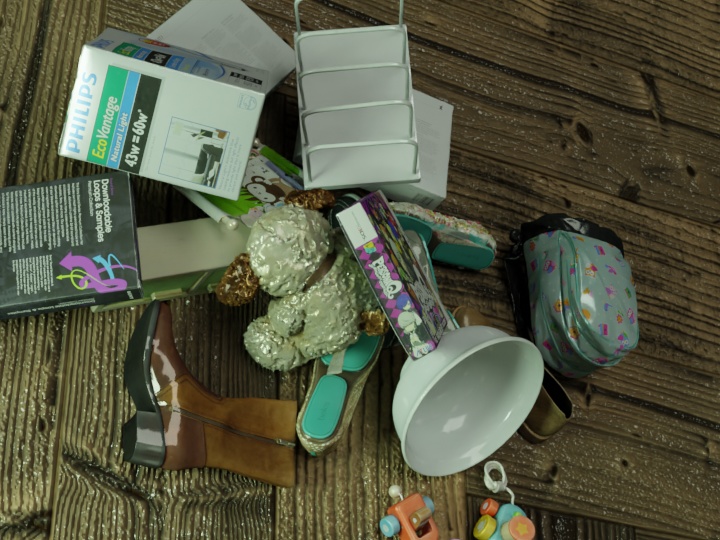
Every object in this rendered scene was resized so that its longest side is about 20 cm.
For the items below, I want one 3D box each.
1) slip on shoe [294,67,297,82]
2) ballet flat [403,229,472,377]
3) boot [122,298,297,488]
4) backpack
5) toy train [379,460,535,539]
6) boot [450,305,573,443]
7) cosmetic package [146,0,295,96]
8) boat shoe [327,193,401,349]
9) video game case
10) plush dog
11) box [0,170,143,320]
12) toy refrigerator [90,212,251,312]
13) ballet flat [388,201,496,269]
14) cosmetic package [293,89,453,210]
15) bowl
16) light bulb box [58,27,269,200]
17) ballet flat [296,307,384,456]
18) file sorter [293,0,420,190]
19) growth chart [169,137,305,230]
[{"bbox_3d":[0.004,-0.194,1.806,0.200,0.074,0.061,48,48,7],"label":"slip on shoe"},{"bbox_3d":[0.076,0.050,1.795,0.063,0.067,0.201,-21,87,-17],"label":"ballet flat"},{"bbox_3d":[-0.155,0.135,1.604,0.199,0.068,0.189,11,58,-27],"label":"boot"},{"bbox_3d":[0.281,0.035,1.891,0.166,0.127,0.201,15,60,-28],"label":"backpack"},{"bbox_3d":[0.126,0.292,1.686,0.199,0.056,0.151,-17,80,-37],"label":"toy train"},{"bbox_3d":[0.190,0.116,1.820,0.200,0.075,0.074,51,50,3],"label":"boot"},{"bbox_3d":[-0.186,-0.254,1.817,0.151,0.052,0.200,45,50,-4],"label":"cosmetic package"},{"bbox_3d":[0.000,0.000,1.771,0.060,0.076,0.201,-9,68,-41],"label":"boat shoe"},{"bbox_3d":[0.040,0.000,1.661,0.182,0.036,0.200,62,10,-2],"label":"video game case"},{"bbox_3d":[-0.061,0.005,1.631,0.200,0.160,0.172,-51,119,-15],"label":"plush dog"},{"bbox_3d":[-0.334,-0.024,1.547,0.199,0.036,0.144,-8,65,-1],"label":"box"},{"bbox_3d":[-0.209,-0.008,1.647,0.199,0.076,0.070,-10,70,-36],"label":"toy refrigerator"},{"bbox_3d":[0.084,-0.050,1.864,0.199,0.076,0.064,19,35,-30],"label":"ballet flat"},{"bbox_3d":[0.019,-0.178,1.889,0.199,0.052,0.151,20,58,-20],"label":"cosmetic package"},{"bbox_3d":[0.110,0.136,1.711,0.200,0.202,0.090,-9,39,-35],"label":"bowl"},{"bbox_3d":[-0.213,-0.177,1.622,0.199,0.125,0.198,15,14,-7],"label":"light bulb box"},{"bbox_3d":[-0.026,0.128,1.689,0.070,0.065,0.200,20,56,10],"label":"ballet flat"},{"bbox_3d":[-0.006,-0.211,1.703,0.138,0.125,0.201,-5,75,-1],"label":"file sorter"},{"bbox_3d":[-0.132,-0.100,1.723,0.144,0.018,0.200,31,31,23],"label":"growth chart"}]
